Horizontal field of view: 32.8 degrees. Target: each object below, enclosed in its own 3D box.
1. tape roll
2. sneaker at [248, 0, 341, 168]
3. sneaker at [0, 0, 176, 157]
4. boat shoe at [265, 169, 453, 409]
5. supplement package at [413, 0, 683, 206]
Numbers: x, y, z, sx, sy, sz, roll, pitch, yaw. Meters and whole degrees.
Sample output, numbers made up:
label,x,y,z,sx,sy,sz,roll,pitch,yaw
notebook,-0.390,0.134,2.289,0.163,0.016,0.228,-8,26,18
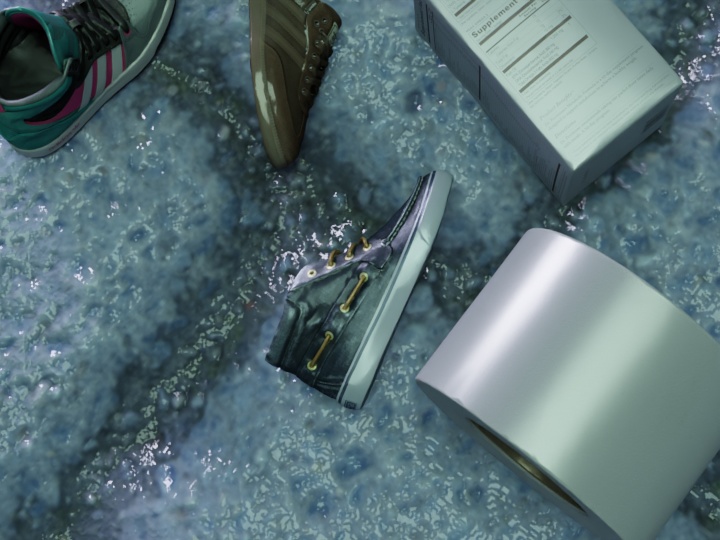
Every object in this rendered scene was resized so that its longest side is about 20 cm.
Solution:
label,x,y,z,sx,sy,sz,roll,pitch,yaw
tape roll,0.157,0.086,0.871,0.202,0.203,0.140,38,84,10
sneaker,-0.051,-0.186,1.005,0.074,0.070,0.203,-5,79,2
sneaker,-0.234,-0.191,0.993,0.083,0.121,0.201,37,83,10
boat shoe,0.000,0.000,0.963,0.090,0.071,0.203,24,83,4
supplement package,0.141,-0.172,0.967,0.109,0.114,0.201,-38,79,-3
